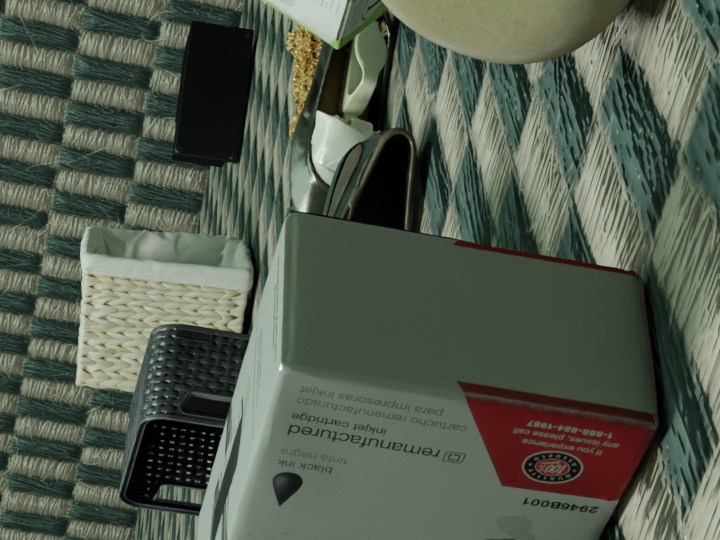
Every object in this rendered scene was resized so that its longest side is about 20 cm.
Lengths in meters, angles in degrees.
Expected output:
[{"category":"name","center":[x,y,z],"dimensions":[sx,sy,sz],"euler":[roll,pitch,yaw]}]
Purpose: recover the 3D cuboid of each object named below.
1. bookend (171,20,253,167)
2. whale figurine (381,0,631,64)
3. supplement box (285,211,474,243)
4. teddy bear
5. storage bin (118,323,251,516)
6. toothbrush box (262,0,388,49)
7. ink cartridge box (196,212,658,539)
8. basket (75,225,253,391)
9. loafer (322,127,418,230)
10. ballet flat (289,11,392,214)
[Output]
[{"category":"bookend","center":[-0.219,-0.230,2.769],"dimensions":[0.199,0.092,0.200],"euler":[125,152,-73]},{"category":"whale figurine","center":[0.069,-0.187,0.792],"dimensions":[0.104,0.159,0.200],"euler":[-49,-29,-50]},{"category":"supplement box","center":[0.012,0.052,0.962],"dimensions":[0.200,0.109,0.110],"euler":[-112,33,-74]},{"category":"teddy bear","center":[-0.031,-0.186,1.623],"dimensions":[0.145,0.067,0.200],"euler":[-96,17,-52]},{"category":"storage bin","center":[-0.133,0.137,1.689],"dimensions":[0.200,0.135,0.094],"euler":[114,163,-58]},{"category":"toothbrush box","center":[0.027,-0.226,0.953],"dimensions":[0.200,0.086,0.146],"euler":[-42,-20,-39]},{"category":"ink cartridge box","center":[0.018,0.084,0.776],"dimensions":[0.200,0.144,0.084],"euler":[108,168,-45]},{"category":"basket","center":[-0.231,0.046,2.240],"dimensions":[0.198,0.200,0.161],"euler":[-121,35,-77]},{"category":"loafer","center":[0.000,0.000,1.236],"dimensions":[0.063,0.072,0.200],"euler":[135,146,-65]},{"category":"ballet flat","center":[-0.012,-0.118,1.447],"dimensions":[0.068,0.068,0.200],"euler":[143,137,-64]}]
